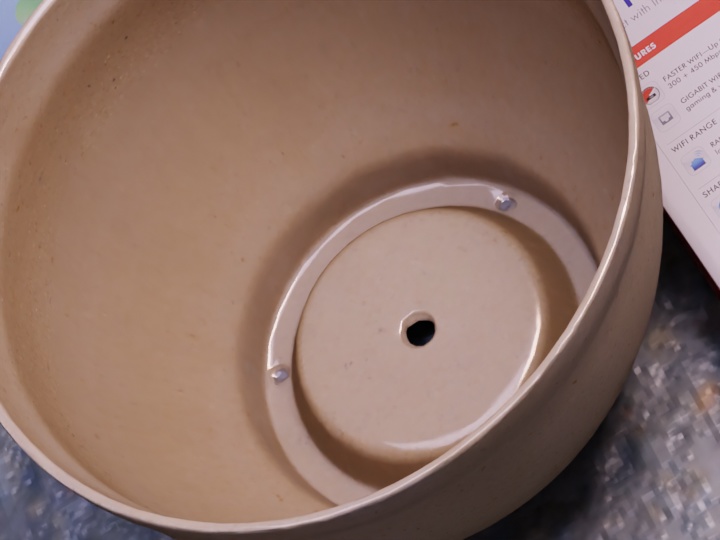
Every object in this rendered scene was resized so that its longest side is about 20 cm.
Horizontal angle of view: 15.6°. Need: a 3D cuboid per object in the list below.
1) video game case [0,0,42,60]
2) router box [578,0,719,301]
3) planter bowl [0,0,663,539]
[{"bbox_3d":[-0.060,-0.137,0.910,0.142,0.017,0.202,-4,66,21],"label":"video game case"},{"bbox_3d":[0.181,-0.055,0.754,0.199,0.049,0.180,-33,59,6],"label":"router box"},{"bbox_3d":[0.000,0.000,0.755,0.199,0.135,0.202,-9,63,18],"label":"planter bowl"}]
